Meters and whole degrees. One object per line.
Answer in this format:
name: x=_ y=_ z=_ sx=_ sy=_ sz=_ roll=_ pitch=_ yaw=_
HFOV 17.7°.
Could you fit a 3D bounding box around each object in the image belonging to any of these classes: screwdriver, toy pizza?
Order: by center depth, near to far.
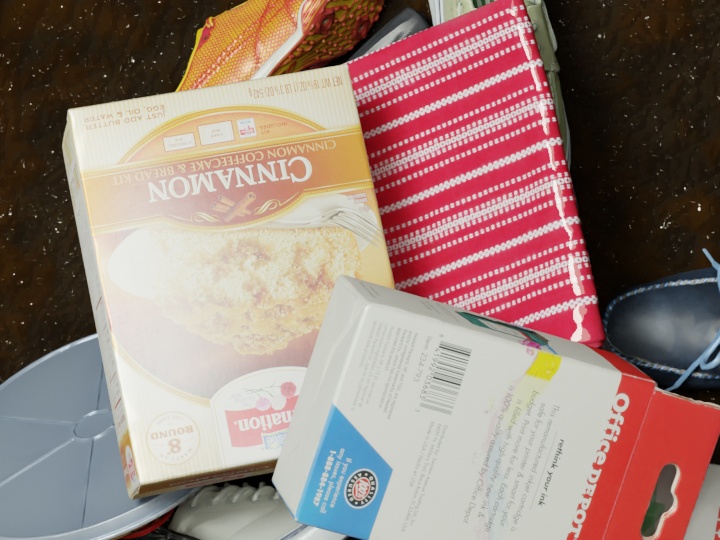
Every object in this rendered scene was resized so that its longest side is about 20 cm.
toy pizza: x=-0.146 y=0.099 z=1.316 sx=0.199 sy=0.200 sz=0.032 roll=-15 pitch=122 yaw=11
screwdriver: x=-0.032 y=-0.080 z=1.375 sx=0.200 sy=0.029 sz=0.028 roll=-46 pitch=76 yaw=8

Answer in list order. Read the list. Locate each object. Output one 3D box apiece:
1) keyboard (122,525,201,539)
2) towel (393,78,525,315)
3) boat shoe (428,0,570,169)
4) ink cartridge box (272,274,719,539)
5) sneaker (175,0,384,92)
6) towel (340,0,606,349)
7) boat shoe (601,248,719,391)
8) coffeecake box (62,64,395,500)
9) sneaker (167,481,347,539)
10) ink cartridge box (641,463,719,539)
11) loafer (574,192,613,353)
keyboard: x=-0.098 y=0.202 z=1.293 sx=0.199 sy=0.021 sz=0.128 roll=19 pitch=97 yaw=19
towel: x=0.000 y=0.000 z=1.313 sx=0.200 sy=0.022 sz=0.147 roll=-36 pitch=71 yaw=31
boat shoe: x=0.075 y=-0.131 z=1.308 sx=0.072 sy=0.062 sz=0.201 roll=-7 pitch=65 yaw=-16
ink cartridge box: x=0.069 y=0.088 z=1.164 sx=0.199 sy=0.067 sz=0.117 roll=17 pitch=98 yaw=-16
sneaker: x=-0.055 y=-0.139 z=1.363 sx=0.200 sy=0.073 sz=0.077 roll=-45 pitch=66 yaw=1
towel: x=0.050 y=-0.034 z=1.254 sx=0.144 sy=0.022 sz=0.201 roll=-19 pitch=79 yaw=32
boat shoe: x=0.228 y=0.024 z=1.274 sx=0.199 sy=0.069 sz=0.085 roll=-6 pitch=81 yaw=12
coffeecake box: x=-0.064 y=0.007 z=1.225 sx=0.153 sy=0.073 sz=0.201 roll=-10 pitch=80 yaw=-12
sneaker: x=-0.070 y=0.151 z=1.323 sx=0.200 sy=0.073 sz=0.071 roll=-31 pitch=87 yaw=9
ink cartridge box: x=0.117 y=0.174 z=1.248 sx=0.199 sy=0.084 sz=0.145 roll=7 pitch=59 yaw=14
loafer: x=0.093 y=0.008 z=1.312 sx=0.072 sy=0.063 sz=0.201 roll=-8 pitch=66 yaw=-15
